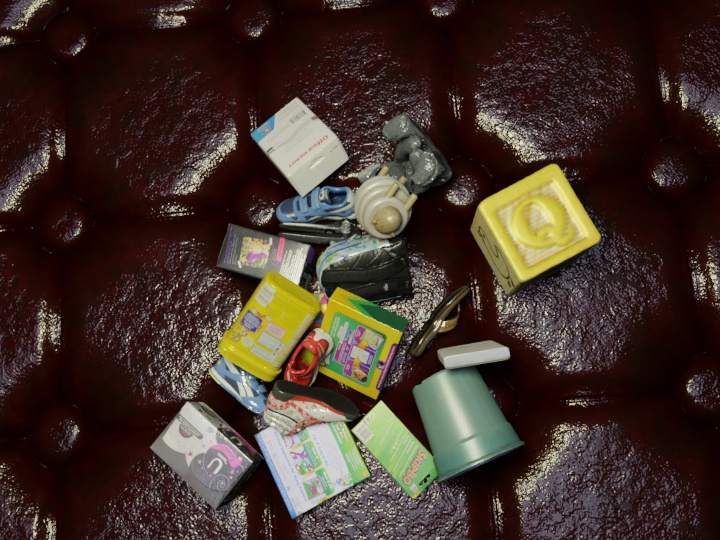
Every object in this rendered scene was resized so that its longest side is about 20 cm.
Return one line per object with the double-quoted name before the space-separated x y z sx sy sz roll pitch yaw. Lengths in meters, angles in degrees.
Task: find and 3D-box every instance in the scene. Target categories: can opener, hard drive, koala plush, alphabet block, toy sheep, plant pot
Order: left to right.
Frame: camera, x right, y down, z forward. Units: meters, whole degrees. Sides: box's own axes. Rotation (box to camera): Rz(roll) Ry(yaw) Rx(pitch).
"can opener" -0.091 -0.083 1.534 0.197 0.079 0.064 1 51 -11
"toy sheep" 0.048 -0.142 1.425 0.136 0.201 0.140 -3 119 -6
"koala plush" 0.094 -0.220 1.545 0.199 0.183 0.179 -38 68 18
"plant pot" 0.212 0.313 1.406 0.198 0.200 0.198 -24 70 -1
"hard drive" 0.235 0.177 1.416 0.130 0.200 0.027 -10 87 2
"alphabet block" 0.372 -0.082 1.457 0.195 0.200 0.197 -29 78 -1

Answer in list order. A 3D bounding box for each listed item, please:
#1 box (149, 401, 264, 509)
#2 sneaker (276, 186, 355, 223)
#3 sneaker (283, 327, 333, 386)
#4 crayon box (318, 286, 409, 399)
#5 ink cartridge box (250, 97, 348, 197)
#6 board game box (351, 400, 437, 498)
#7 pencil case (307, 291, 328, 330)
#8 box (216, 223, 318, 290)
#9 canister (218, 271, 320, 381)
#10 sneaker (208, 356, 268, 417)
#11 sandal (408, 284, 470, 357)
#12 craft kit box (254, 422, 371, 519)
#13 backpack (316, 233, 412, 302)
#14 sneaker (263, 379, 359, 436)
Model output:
"box" -0.332 0.399 1.462 0.199 0.115 0.133 39 84 10
"sneaker" -0.102 -0.157 1.556 0.197 0.082 0.075 -9 66 2
"sneaker" -0.132 0.205 1.450 0.077 0.085 0.201 37 127 13
"crayon box" -0.007 0.160 1.454 0.171 0.058 0.202 25 124 10
"ink cartridge box" -0.143 -0.290 1.559 0.146 0.086 0.200 -38 54 -3
"board game box" 0.081 0.395 1.475 0.095 0.030 0.200 -43 76 -4
"pencil case" -0.157 0.102 1.525 0.197 0.088 0.090 -9 78 1
"box" -0.210 -0.022 1.530 0.197 0.122 0.108 15 81 8
"canister" -0.194 0.120 1.441 0.148 0.087 0.201 32 107 -13
"sneaker" -0.248 0.259 1.505 0.199 0.074 0.083 38 82 9
"sandal" 0.184 0.119 1.497 0.054 0.082 0.201 37 82 -6
"craft kit box" -0.105 0.407 1.480 0.196 0.049 0.202 -28 78 1
"backpack" 0.000 0.000 1.496 0.198 0.165 0.154 -23 37 -11
"sneaker" -0.111 0.313 1.451 0.199 0.067 0.109 19 113 -15
